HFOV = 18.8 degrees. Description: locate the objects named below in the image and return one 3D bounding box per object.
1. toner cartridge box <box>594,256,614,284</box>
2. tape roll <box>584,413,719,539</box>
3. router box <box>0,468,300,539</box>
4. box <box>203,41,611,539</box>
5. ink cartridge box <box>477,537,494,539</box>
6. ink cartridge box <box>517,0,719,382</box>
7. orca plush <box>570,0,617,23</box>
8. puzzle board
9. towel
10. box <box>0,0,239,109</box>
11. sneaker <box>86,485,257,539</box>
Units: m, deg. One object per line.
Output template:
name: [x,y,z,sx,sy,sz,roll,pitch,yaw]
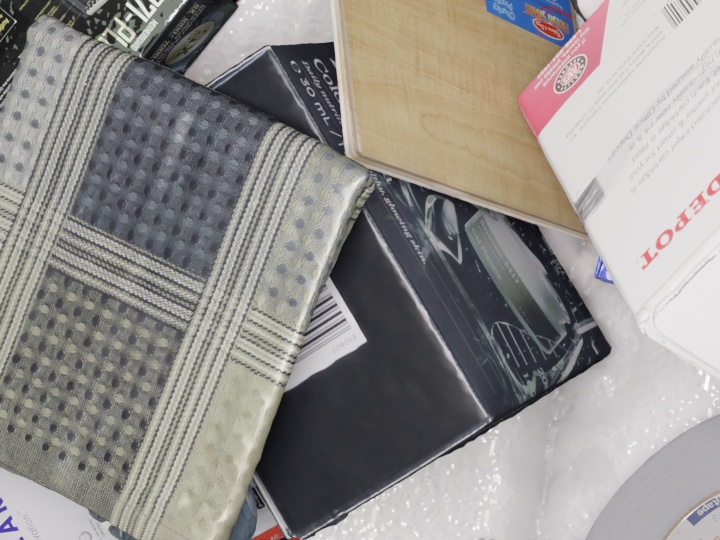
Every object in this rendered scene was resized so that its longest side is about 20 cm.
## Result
toner cartridge box: [0.228,-0.015,1.104,0.200,0.043,0.095,16,93,10]
tape roll: [0.195,0.161,1.035,0.200,0.200,0.066,-41,125,8]
router box: [-0.126,0.076,1.113,0.179,0.049,0.200,-28,70,-14]
box: [0.000,0.000,1.060,0.124,0.197,0.200,-33,85,21]
ink cartridge box: [0.056,0.262,1.117,0.146,0.086,0.200,-34,86,9]
ink cartridge box: [0.169,-0.061,0.981,0.085,0.200,0.146,32,111,-28]
orca plush: [0.193,-0.147,1.098,0.200,0.071,0.105,-6,125,-10]
puzzle board: [0.050,-0.102,1.053,0.017,0.200,0.151,-20,67,35]
towel: [-0.105,0.010,0.974,0.192,0.035,0.200,26,97,23]
box: [-0.193,-0.123,1.161,0.164,0.086,0.200,40,97,8]
sneaker: [-0.113,0.062,1.036,0.200,0.086,0.078,40,103,25]
